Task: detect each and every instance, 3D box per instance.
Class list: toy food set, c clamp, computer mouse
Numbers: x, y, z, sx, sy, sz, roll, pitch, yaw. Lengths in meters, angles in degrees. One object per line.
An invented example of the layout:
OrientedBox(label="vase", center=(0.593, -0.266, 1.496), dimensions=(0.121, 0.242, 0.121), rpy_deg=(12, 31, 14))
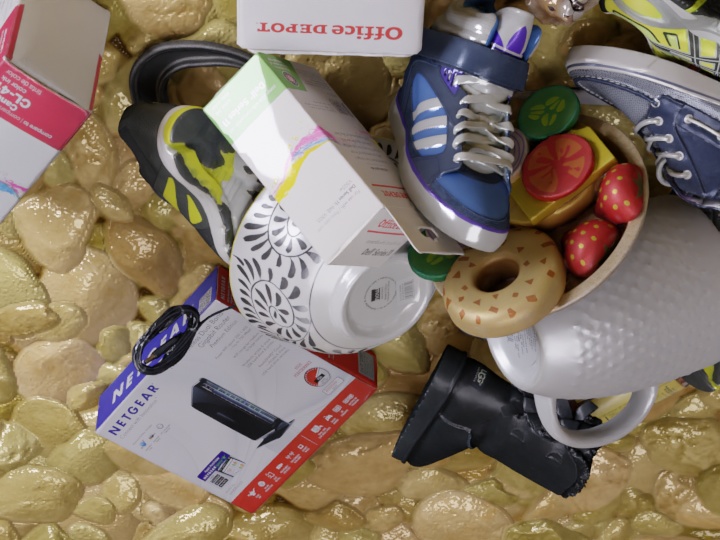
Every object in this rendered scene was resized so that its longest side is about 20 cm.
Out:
OrientedBox(label="toy food set", center=(0.130, -0.046, 1.635), dimensions=(0.199, 0.198, 0.049), rpy_deg=(-38, 136, 4))
OrientedBox(label="c clamp", center=(-0.102, -0.112, 1.720), dimensions=(0.169, 0.027, 0.201), rpy_deg=(-5, 131, 10))
OrientedBox(label="computer mouse", center=(-0.111, 0.027, 1.776), dimensions=(0.199, 0.034, 0.059), rpy_deg=(-29, 119, -18))

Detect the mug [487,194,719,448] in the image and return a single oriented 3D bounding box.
OrientedBox(label="mug", center=(0.196, 0.053, 1.702), dimensions=(0.174, 0.147, 0.202), rpy_deg=(-16, 120, -25))

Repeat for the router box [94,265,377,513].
OrientedBox(label="router box", center=(-0.113, 0.112, 1.885), dimensions=(0.179, 0.049, 0.200), rpy_deg=(29, 123, -23))

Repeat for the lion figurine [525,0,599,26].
OrientedBox(label="lion figurine", center=(0.116, -0.276, 1.567), dimensions=(0.199, 0.073, 0.122), rpy_deg=(38, 130, -11))

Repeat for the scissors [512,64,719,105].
OrientedBox(label="scissors", center=(0.228, -0.137, 1.709), dimensions=(0.198, 0.014, 0.074), rpy_deg=(-12, 129, 8))

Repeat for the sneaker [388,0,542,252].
OrientedBox(label="sneaker", center=(0.092, -0.128, 1.594), dimensions=(0.080, 0.201, 0.147), rpy_deg=(15, 123, -28))

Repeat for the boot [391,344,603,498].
OrientedBox(label="boot", center=(0.123, 0.150, 1.849), dimensions=(0.161, 0.074, 0.199), rpy_deg=(27, 150, 1))

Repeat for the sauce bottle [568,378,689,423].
OrientedBox(label="sauce bottle", center=(0.210, 0.113, 1.884), dimensions=(0.199, 0.066, 0.066), rpy_deg=(-28, 125, 23))

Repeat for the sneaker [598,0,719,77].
OrientedBox(label="sneaker", center=(0.273, -0.192, 1.639), dimensions=(0.199, 0.076, 0.076), rpy_deg=(34, 145, -24))

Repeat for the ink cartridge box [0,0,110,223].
OrientedBox(label="ink cartridge box", center=(-0.288, -0.119, 1.628), dimensions=(0.085, 0.148, 0.200), rpy_deg=(32, 122, -24))

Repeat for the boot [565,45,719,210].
OrientedBox(label="boot", center=(0.249, -0.109, 1.649), dimensions=(0.198, 0.091, 0.073), rpy_deg=(18, 172, -1))

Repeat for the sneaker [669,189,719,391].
OrientedBox(label="sneaker", center=(0.304, -0.001, 1.785), dimensions=(0.074, 0.084, 0.202), rpy_deg=(18, 121, 38))

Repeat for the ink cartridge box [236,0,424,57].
OrientedBox(label="ink cartridge box", center=(-0.020, -0.266, 1.551), dimensions=(0.145, 0.085, 0.201), rpy_deg=(2, 131, -1))

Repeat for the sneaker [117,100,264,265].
OrientedBox(label="sneaker", center=(-0.130, -0.078, 1.699), dimensions=(0.084, 0.075, 0.201), rpy_deg=(25, 157, 33))

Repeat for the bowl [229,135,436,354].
OrientedBox(label="bowl", center=(0.000, 0.000, 1.714), dimensions=(0.199, 0.094, 0.202), rpy_deg=(-18, 130, -22))

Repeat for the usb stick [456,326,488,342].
OrientedBox(label="usb stick", center=(0.132, -0.037, 1.733), dimensions=(0.055, 0.033, 0.202), rpy_deg=(16, 105, -12))

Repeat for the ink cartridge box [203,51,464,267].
OrientedBox(label="ink cartridge box", center=(-0.019, -0.067, 1.592), dimensions=(0.067, 0.117, 0.200), rpy_deg=(-43, 74, 15))
